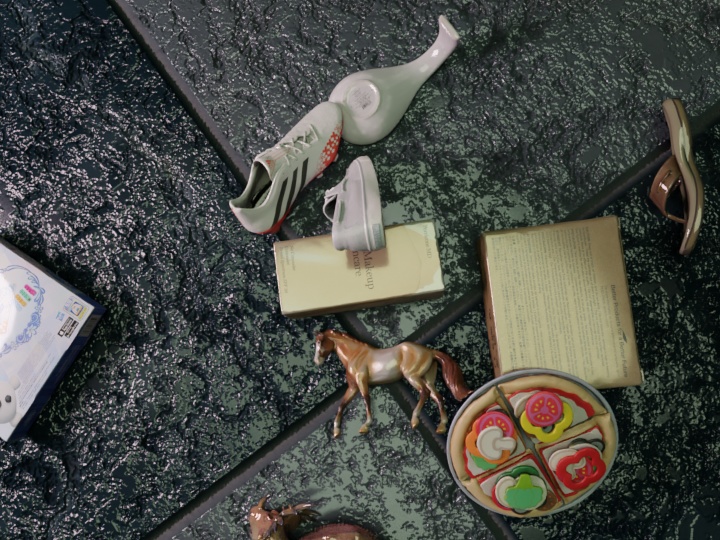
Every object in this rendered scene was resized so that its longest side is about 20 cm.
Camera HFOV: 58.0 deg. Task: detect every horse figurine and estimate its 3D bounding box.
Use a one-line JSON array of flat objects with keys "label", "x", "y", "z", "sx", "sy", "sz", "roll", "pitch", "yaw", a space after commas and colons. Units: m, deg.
[{"label": "horse figurine", "x": 0.038, "y": 0.133, "z": 0.797, "sx": 0.199, "sy": 0.050, "sz": 0.133, "roll": -6, "pitch": 61, "yaw": 12}]

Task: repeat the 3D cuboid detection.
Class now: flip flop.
[{"label": "flip flop", "x": 0.386, "y": -0.115, "z": 0.805, "sx": 0.057, "sy": 0.081, "sz": 0.201, "roll": -8, "pitch": 80, "yaw": 20}]

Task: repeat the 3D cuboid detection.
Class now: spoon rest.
[{"label": "spoon rest", "x": 0.044, "y": -0.247, "z": 0.860, "sx": 0.200, "sy": 0.061, "sz": 0.100, "roll": -36, "pitch": 80, "yaw": 12}]

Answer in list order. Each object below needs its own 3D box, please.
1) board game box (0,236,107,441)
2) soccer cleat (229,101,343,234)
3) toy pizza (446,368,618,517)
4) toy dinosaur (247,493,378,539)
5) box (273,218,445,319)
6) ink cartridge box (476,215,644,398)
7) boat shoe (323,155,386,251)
[{"label": "board game box", "x": -0.471, "y": 0.081, "z": 0.850, "sx": 0.199, "sy": 0.043, "sz": 0.200, "roll": 32, "pitch": 86, "yaw": 7}, {"label": "soccer cleat", "x": -0.092, "y": -0.138, "z": 0.826, "sx": 0.069, "sy": 0.085, "sz": 0.200, "roll": 34, "pitch": 88, "yaw": 30}, {"label": "toy pizza", "x": 0.200, "y": 0.208, "z": 0.751, "sx": 0.199, "sy": 0.032, "sz": 0.201, "roll": 0, "pitch": 109, "yaw": 1}, {"label": "toy dinosaur", "x": -0.039, "y": 0.331, "z": 0.770, "sx": 0.199, "sy": 0.086, "sz": 0.136, "roll": -5, "pitch": 75, "yaw": -2}, {"label": "box", "x": 0.000, "y": 0.000, "z": 0.811, "sx": 0.199, "sy": 0.078, "sz": 0.095, "roll": -10, "pitch": 81, "yaw": 3}, {"label": "ink cartridge box", "x": 0.236, "y": 0.045, "z": 0.790, "sx": 0.164, "sy": 0.075, "sz": 0.201, "roll": -6, "pitch": 82, "yaw": 2}, {"label": "boat shoe", "x": -0.011, "y": -0.078, "z": 0.775, "sx": 0.068, "sy": 0.200, "sz": 0.072, "roll": -8, "pitch": 126, "yaw": 0}]
